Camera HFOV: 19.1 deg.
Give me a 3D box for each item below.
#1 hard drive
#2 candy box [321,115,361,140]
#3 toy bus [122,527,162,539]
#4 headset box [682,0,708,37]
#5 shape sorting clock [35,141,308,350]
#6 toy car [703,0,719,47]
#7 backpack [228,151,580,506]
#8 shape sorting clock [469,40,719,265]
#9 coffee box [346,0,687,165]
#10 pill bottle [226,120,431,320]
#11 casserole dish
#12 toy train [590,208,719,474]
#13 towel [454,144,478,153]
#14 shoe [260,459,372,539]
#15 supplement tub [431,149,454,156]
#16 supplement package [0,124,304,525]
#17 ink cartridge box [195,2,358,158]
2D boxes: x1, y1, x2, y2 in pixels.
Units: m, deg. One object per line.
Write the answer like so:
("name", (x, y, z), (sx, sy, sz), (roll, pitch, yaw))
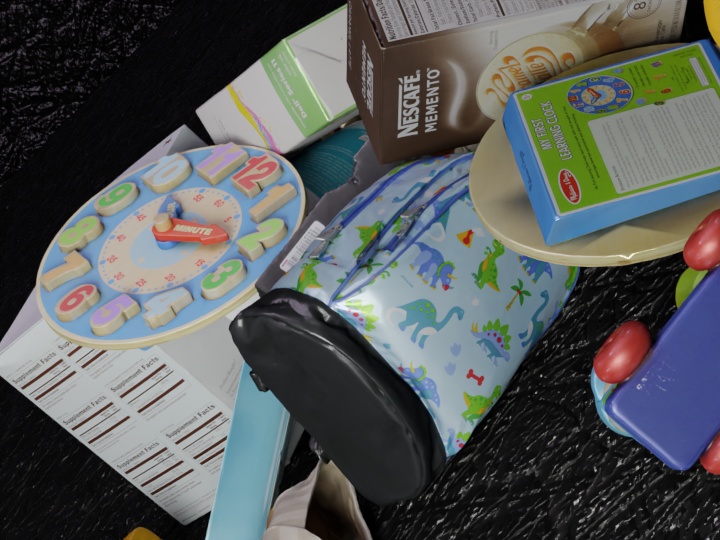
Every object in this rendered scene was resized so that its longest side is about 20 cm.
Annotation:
("hard drive", (0.000, 0.000, 1.462), (0.140, 0.038, 0.200), (-52, -19, -12))
("candy box", (0.047, -0.169, 1.764), (0.055, 0.116, 0.200), (29, 74, 35))
("toy bus", (-0.159, 0.251, 1.420), (0.065, 0.078, 0.200), (-43, 17, 17))
("headset box", (0.284, -0.269, 1.444), (0.200, 0.075, 0.148), (-56, 18, -23))
("shape sorting clock", (-0.130, -0.021, 1.453), (0.199, 0.039, 0.200), (-13, 36, 10))
("toy car", (0.281, -0.170, 1.134), (0.149, 0.176, 0.200), (-15, -5, -33))
("backpack", (0.042, 0.016, 1.323), (0.153, 0.163, 0.200), (-20, 25, 43))
("shape sorting clock", (0.160, -0.068, 1.238), (0.199, 0.039, 0.200), (-10, 37, 8))
("coffee box", (0.096, -0.149, 1.348), (0.199, 0.115, 0.080), (-13, 54, -9))
("pill bottle", (-0.031, -0.031, 1.563), (0.111, 0.111, 0.200), (-34, -1, 42))
("casserole dish", (-0.070, 0.128, 1.410), (0.121, 0.039, 0.201), (99, -178, -70))
("toy train", (0.192, 0.007, 1.067), (0.200, 0.085, 0.116), (-51, 3, -6))
("towel", (0.127, -0.152, 1.467), (0.148, 0.037, 0.201), (-14, 47, 11))
("shoe", (-0.026, 0.167, 1.273), (0.053, 0.070, 0.200), (-54, 12, 13))
("supplement tub", (0.100, -0.168, 1.619), (0.122, 0.122, 0.200), (-37, 20, 35))
("supplement package", (-0.134, 0.043, 1.615), (0.147, 0.200, 0.192), (-34, 21, 42))
("ink cartridge box", (-0.039, -0.129, 1.533), (0.117, 0.068, 0.200), (-32, 2, -30))
